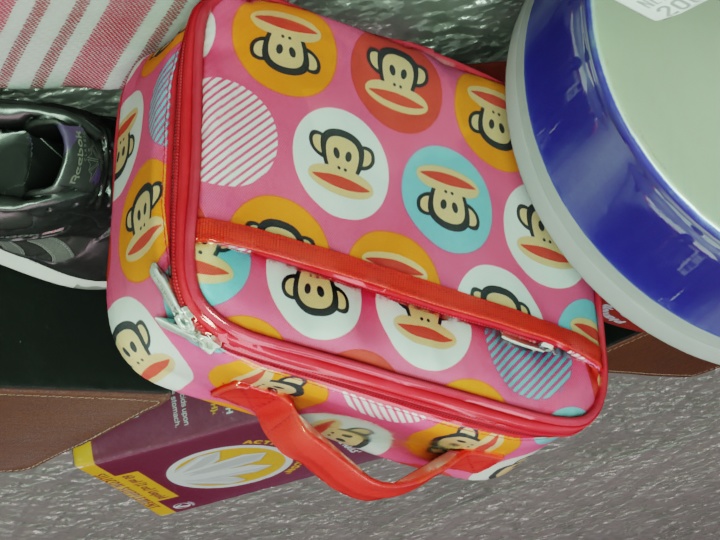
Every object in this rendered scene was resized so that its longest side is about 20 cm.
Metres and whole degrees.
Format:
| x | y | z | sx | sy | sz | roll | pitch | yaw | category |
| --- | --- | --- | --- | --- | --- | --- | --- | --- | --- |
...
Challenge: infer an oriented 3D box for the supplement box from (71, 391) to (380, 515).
| x | y | z | sx | sy | sz | roll | pitch | yaw | category |
| --- | --- | --- | --- | --- | --- | --- | --- | --- | --- |
| -0.041 | 0.053 | 1.109 | 0.199 | 0.086 | 0.110 | -16 | 156 | 14 | supplement box |

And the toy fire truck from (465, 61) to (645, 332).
| x | y | z | sx | sy | sz | roll | pitch | yaw | category |
| --- | --- | --- | --- | --- | --- | --- | --- | --- | --- |
| 0.088 | -0.048 | 0.986 | 0.167 | 0.113 | 0.200 | 7 | 166 | 12 | toy fire truck |

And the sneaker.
| x | y | z | sx | sy | sz | roll | pitch | yaw | category |
| --- | --- | --- | --- | --- | --- | --- | --- | --- | --- |
| -0.123 | -0.034 | 0.890 | 0.199 | 0.076 | 0.087 | 3 | 174 | -38 | sneaker |

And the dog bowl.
| x | y | z | sx | sy | sz | roll | pitch | yaw | category |
| --- | --- | --- | --- | --- | --- | --- | --- | --- | --- |
| 0.160 | -0.068 | 0.814 | 0.199 | 0.201 | 0.079 | -4 | 159 | -22 | dog bowl |

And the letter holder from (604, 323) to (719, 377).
| x | y | z | sx | sy | sz | roll | pitch | yaw | category |
| --- | --- | --- | --- | --- | --- | --- | --- | --- | --- |
| 0.209 | -0.025 | 1.112 | 0.199 | 0.101 | 0.142 | -27 | 157 | 35 | letter holder |

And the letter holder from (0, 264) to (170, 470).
| x | y | z | sx | sy | sz | roll | pitch | yaw | category |
| --- | --- | --- | --- | --- | --- | --- | --- | --- | --- |
| -0.212 | 0.029 | 0.988 | 0.199 | 0.101 | 0.142 | 5 | 156 | -39 | letter holder |

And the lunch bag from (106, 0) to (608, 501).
| x | y | z | sx | sy | sz | roll | pitch | yaw | category |
| --- | --- | --- | --- | --- | --- | --- | --- | --- | --- |
| 0.000 | 0.000 | 0.821 | 0.199 | 0.177 | 0.082 | 17 | 150 | -29 | lunch bag |

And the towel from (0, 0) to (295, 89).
| x | y | z | sx | sy | sz | roll | pitch | yaw | category |
| --- | --- | --- | --- | --- | --- | --- | --- | --- | --- |
| -0.117 | -0.109 | 0.802 | 0.199 | 0.030 | 0.146 | -2 | 160 | -25 | towel |

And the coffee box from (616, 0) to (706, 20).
| x | y | z | sx | sy | sz | roll | pitch | yaw | category |
| --- | --- | --- | --- | --- | --- | --- | --- | --- | --- |
| 0.068 | -0.197 | 0.410 | 0.199 | 0.201 | 0.197 | -25 | 156 | 30 | coffee box |
